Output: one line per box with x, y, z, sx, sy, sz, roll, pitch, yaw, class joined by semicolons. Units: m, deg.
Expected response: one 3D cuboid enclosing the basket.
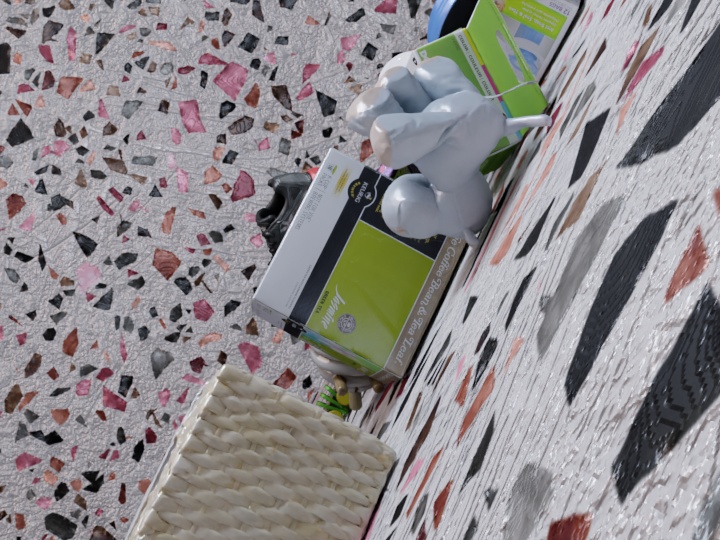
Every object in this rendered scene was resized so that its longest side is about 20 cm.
-0.098;0.217;0.982;0.200;0.198;0.161;-64;4;-23;basket

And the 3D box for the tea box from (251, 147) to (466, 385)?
0.000;0.000;1.242;0.202;0.195;0.134;-62;0;-11;tea box

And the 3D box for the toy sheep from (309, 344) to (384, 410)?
-0.009;0.094;1.386;0.138;0.135;0.204;-67;-18;-69;toy sheep

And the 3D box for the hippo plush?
0.088;-0.121;1.113;0.161;0.196;0.163;-97;0;-51;hippo plush

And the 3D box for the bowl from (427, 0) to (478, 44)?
0.176;-0.336;1.393;0.198;0.040;0.202;-22;-36;-17;bowl

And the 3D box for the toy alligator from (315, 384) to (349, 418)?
-0.057;0.247;1.751;0.202;0.054;0.059;-64;1;-3;toy alligator

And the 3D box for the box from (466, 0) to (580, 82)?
0.182;-0.281;1.300;0.202;0.111;0.102;-63;1;36;box

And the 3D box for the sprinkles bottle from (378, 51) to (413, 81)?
0.100;-0.202;1.416;0.067;0.200;0.069;-21;44;22;sprinkles bottle

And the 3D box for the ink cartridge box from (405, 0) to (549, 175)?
0.120;-0.198;1.171;0.075;0.150;0.200;-24;-8;-12;ink cartridge box

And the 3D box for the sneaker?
-0.093;-0.035;1.358;0.071;0.096;0.204;-141;56;-61;sneaker

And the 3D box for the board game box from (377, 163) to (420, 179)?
0.085;-0.118;1.513;0.121;0.032;0.200;-60;-34;-15;board game box
